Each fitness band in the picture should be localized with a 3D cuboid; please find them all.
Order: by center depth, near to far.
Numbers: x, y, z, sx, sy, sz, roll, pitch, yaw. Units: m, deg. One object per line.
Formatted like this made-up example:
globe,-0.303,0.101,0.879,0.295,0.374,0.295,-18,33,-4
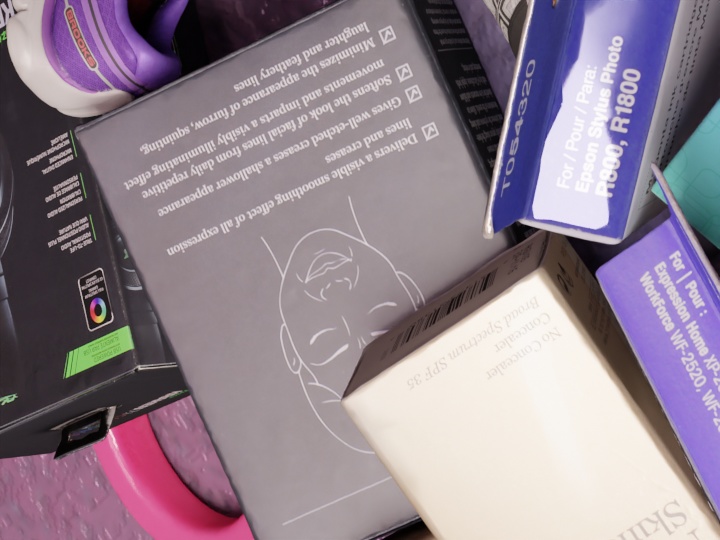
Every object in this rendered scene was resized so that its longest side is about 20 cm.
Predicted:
fitness band,-0.088,0.043,1.209,0.143,0.037,0.201,-13,96,44

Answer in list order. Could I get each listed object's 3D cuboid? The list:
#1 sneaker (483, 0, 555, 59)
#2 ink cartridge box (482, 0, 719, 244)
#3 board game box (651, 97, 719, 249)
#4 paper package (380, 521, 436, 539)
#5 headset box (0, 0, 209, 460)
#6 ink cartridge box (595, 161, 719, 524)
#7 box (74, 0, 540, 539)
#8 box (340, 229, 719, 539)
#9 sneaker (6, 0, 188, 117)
sneaker,0.071,-0.127,0.987,0.088,0.075,0.201,-12,98,63
ink cartridge box,0.103,-0.113,0.837,0.043,0.200,0.198,15,105,14
board game box,0.188,-0.109,0.816,0.045,0.152,0.200,39,130,6
paper package,0.073,0.191,1.017,0.103,0.190,0.201,-27,87,44
headset box,-0.142,-0.015,1.149,0.173,0.092,0.202,-22,78,41
ink cartridge box,0.143,0.085,0.813,0.043,0.200,0.199,-29,64,7
box,0.000,0.000,1.025,0.148,0.107,0.201,-24,90,13
box,0.088,0.094,0.924,0.095,0.078,0.201,-35,97,14
sneaker,-0.086,-0.159,1.061,0.083,0.080,0.202,-6,69,32
